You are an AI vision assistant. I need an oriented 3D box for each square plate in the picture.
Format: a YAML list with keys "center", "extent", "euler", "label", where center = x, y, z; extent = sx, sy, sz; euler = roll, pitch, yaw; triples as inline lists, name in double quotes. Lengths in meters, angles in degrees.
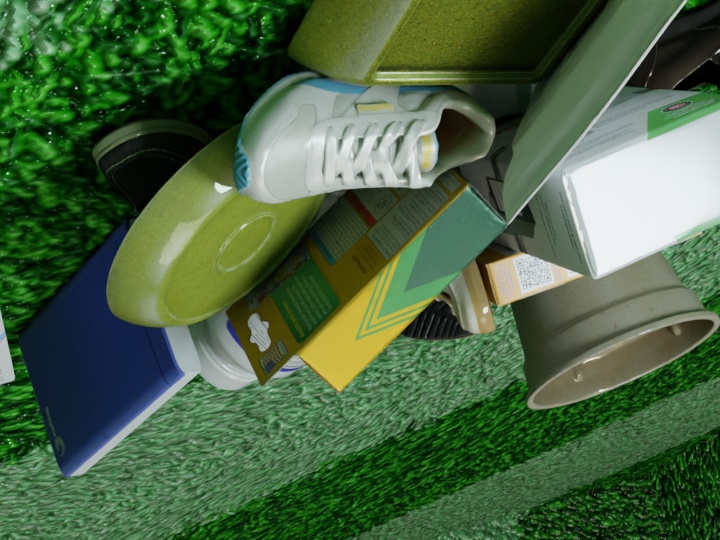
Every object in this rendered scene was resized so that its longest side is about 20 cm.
- center: [0.158, -0.151, 0.920]
  extent: [0.198, 0.028, 0.200]
  euler: [-54, -175, 41]
  label: "square plate"

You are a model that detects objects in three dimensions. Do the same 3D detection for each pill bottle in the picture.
- center: [-0.061, 0.023, 1.218]
  extent: [0.112, 0.113, 0.200]
  euler: [0, 152, -48]
  label: "pill bottle"

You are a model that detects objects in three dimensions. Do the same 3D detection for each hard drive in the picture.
- center: [-0.205, 0.065, 1.138]
  extent: [0.025, 0.133, 0.200]
  euler: [-5, 155, -42]
  label: "hard drive"

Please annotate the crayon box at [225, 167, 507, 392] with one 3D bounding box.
- center: [0.000, 0.000, 1.032]
  extent: [0.200, 0.126, 0.052]
  euler: [-44, 119, 5]
  label: "crayon box"

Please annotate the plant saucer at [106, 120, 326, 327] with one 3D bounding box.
- center: [-0.088, -0.028, 0.989]
  extent: [0.200, 0.031, 0.200]
  euler: [-39, 161, -16]
  label: "plant saucer"

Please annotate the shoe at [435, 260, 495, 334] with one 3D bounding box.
- center: [0.053, -0.011, 1.104]
  extent: [0.053, 0.200, 0.070]
  euler: [-25, 128, -1]
  label: "shoe"

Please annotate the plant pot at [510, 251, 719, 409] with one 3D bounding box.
- center: [0.217, 0.010, 1.382]
  extent: [0.199, 0.184, 0.201]
  euler: [-20, 162, -7]
  label: "plant pot"

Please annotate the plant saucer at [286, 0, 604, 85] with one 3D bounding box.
- center: [0.080, -0.175, 0.883]
  extent: [0.199, 0.048, 0.200]
  euler: [-5, 152, -28]
  label: "plant saucer"

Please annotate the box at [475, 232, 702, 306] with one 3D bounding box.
- center: [0.179, -0.028, 1.149]
  extent: [0.199, 0.042, 0.119]
  euler: [-17, -168, -9]
  label: "box"

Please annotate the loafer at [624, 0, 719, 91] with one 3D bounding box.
- center: [0.296, -0.176, 1.134]
  extent: [0.199, 0.072, 0.073]
  euler: [-24, 162, 7]
  label: "loafer"

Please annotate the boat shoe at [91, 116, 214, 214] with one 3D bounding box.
- center: [-0.121, -0.051, 1.017]
  extent: [0.071, 0.066, 0.201]
  euler: [-25, 161, 10]
  label: "boat shoe"

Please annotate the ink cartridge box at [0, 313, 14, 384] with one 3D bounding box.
- center: [-0.324, 0.029, 0.979]
  extent: [0.144, 0.085, 0.200]
  euler: [-17, 160, -15]
  label: "ink cartridge box"

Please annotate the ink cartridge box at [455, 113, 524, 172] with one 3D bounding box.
- center: [0.153, -0.076, 1.246]
  extent: [0.199, 0.075, 0.165]
  euler: [-20, 163, -3]
  label: "ink cartridge box"

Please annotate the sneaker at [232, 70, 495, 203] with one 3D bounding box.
- center: [0.003, -0.087, 0.925]
  extent: [0.199, 0.081, 0.077]
  euler: [-22, 128, -40]
  label: "sneaker"

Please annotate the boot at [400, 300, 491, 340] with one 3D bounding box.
- center: [0.059, 0.029, 1.309]
  extent: [0.199, 0.078, 0.138]
  euler: [14, 175, 38]
  label: "boot"

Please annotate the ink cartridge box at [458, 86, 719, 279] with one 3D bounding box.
- center: [0.177, -0.073, 1.052]
  extent: [0.145, 0.084, 0.200]
  euler: [-23, -164, -12]
  label: "ink cartridge box"

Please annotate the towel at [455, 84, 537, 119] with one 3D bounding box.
- center: [0.042, -0.118, 1.073]
  extent: [0.199, 0.031, 0.149]
  euler: [-22, 161, 1]
  label: "towel"
